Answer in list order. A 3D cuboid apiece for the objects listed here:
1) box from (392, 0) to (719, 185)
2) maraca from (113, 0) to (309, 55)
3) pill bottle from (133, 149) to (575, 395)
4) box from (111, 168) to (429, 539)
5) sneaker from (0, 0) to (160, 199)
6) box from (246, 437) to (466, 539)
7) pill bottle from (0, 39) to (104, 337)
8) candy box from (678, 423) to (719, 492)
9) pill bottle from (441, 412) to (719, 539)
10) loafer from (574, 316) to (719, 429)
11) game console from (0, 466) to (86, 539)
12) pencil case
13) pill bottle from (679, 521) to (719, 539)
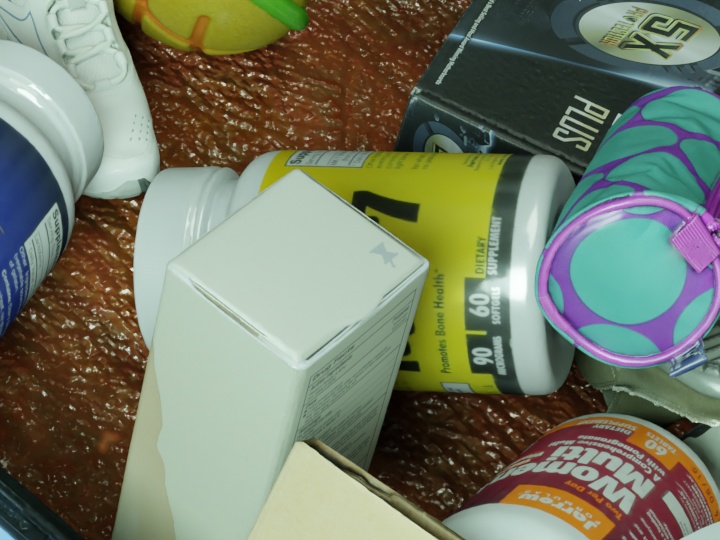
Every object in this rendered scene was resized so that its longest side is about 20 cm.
[{"bbox_3d":[0.126,-0.088,1.494,0.163,0.086,0.200,26,45,8],"label":"box"},{"bbox_3d":[-0.106,-0.187,1.507,0.200,0.137,0.107,37,91,33],"label":"maraca"},{"bbox_3d":[0.000,0.000,1.322,0.199,0.115,0.115,1,42,15],"label":"pill bottle"},{"bbox_3d":[-0.043,0.063,1.217,0.078,0.201,0.095,36,48,19],"label":"box"},{"bbox_3d":[-0.157,-0.119,1.443,0.074,0.087,0.200,-12,52,-27],"label":"sneaker"},{"bbox_3d":[-0.003,0.194,1.117,0.163,0.201,0.021,33,17,17],"label":"box"},{"bbox_3d":[-0.206,-0.017,1.310,0.115,0.116,0.200,24,45,7],"label":"pill bottle"},{"bbox_3d":[0.231,0.139,1.273,0.061,0.136,0.201,38,25,-48],"label":"candy box"},{"bbox_3d":[0.081,0.142,1.203,0.109,0.110,0.200,31,26,14],"label":"pill bottle"},{"bbox_3d":[0.154,0.043,1.334,0.075,0.070,0.200,-15,16,-12],"label":"loafer"},{"bbox_3d":[-0.200,0.170,1.135,0.200,0.176,0.116,38,20,19],"label":"game console"},{"bbox_3d":[0.141,-0.023,1.286,0.092,0.085,0.200,-19,13,19],"label":"pencil case"},{"bbox_3d":[0.186,0.207,1.138,0.116,0.116,0.201,-35,108,-39],"label":"pill bottle"}]
